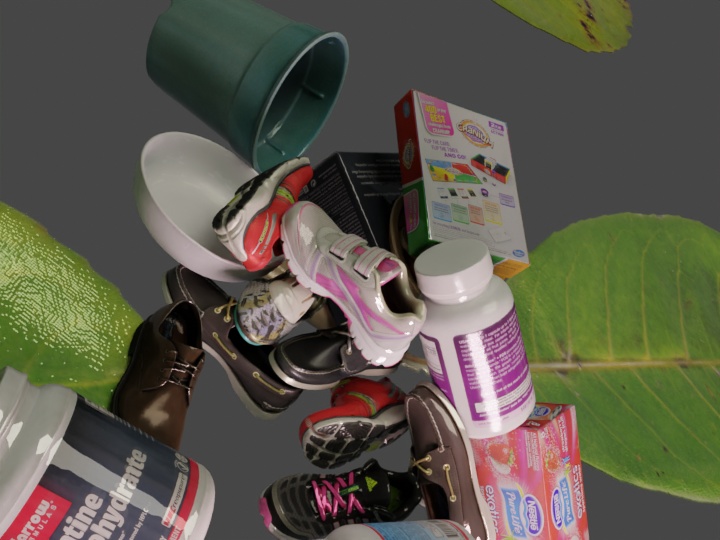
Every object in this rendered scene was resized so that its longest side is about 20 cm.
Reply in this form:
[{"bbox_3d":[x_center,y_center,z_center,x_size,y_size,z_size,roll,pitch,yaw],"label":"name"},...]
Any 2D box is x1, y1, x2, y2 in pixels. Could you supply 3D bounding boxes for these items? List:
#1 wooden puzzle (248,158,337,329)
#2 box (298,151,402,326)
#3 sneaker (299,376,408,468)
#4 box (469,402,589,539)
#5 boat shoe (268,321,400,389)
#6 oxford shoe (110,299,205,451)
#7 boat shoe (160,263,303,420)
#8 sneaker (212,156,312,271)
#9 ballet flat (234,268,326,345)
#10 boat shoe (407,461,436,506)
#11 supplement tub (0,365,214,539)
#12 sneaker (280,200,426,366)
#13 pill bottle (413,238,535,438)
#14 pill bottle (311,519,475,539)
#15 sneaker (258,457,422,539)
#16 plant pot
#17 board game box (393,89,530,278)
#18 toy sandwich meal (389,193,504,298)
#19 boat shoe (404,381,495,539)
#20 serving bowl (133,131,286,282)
[{"bbox_3d":[-0.070,-0.026,1.253,0.184,0.037,0.201,36,42,-18],"label":"wooden puzzle"},{"bbox_3d":[0.019,-0.036,1.229,0.148,0.107,0.202,-6,69,-51],"label":"box"},{"bbox_3d":[-0.013,0.161,1.103,0.085,0.077,0.199,50,24,22],"label":"sneaker"},{"bbox_3d":[0.198,0.262,1.140,0.099,0.095,0.203,-16,101,-51],"label":"box"},{"bbox_3d":[-0.018,0.081,1.078,0.199,0.068,0.072,-6,49,-46],"label":"boat shoe"},{"bbox_3d":[-0.192,0.109,0.954,0.072,0.084,0.202,25,43,-31],"label":"oxford shoe"},{"bbox_3d":[-0.137,0.066,1.070,0.202,0.061,0.072,50,36,3],"label":"boat shoe"},{"bbox_3d":[-0.098,-0.060,1.084,0.085,0.076,0.200,58,31,-15],"label":"sneaker"},{"bbox_3d":[-0.078,0.028,1.078,0.072,0.072,0.200,49,15,2],"label":"ballet flat"},{"bbox_3d":[0.127,0.219,1.193,0.072,0.060,0.201,56,36,6],"label":"boat shoe"},{"bbox_3d":[-0.232,0.181,0.795,0.199,0.140,0.141,34,38,-19],"label":"supplement tub"},{"bbox_3d":[0.000,0.000,1.032,0.200,0.088,0.081,48,41,-3],"label":"sneaker"},{"bbox_3d":[0.121,0.072,1.077,0.112,0.111,0.202,-55,135,-54],"label":"pill bottle"},{"bbox_3d":[0.023,0.306,0.975,0.198,0.109,0.110,10,50,-40],"label":"pill bottle"},{"bbox_3d":[-0.013,0.235,1.021,0.198,0.087,0.074,11,49,-40],"label":"sneaker"},{"bbox_3d":[-0.148,-0.251,1.229,0.195,0.202,0.200,33,33,14],"label":"plant pot"},{"bbox_3d":[0.119,-0.102,1.161,0.152,0.040,0.202,13,59,-31],"label":"board game box"},{"bbox_3d":[0.117,-0.027,1.188,0.204,0.070,0.207,29,45,-34],"label":"toy sandwich meal"},{"bbox_3d":[0.088,0.224,1.078,0.059,0.072,0.202,-22,98,-30],"label":"boat shoe"},{"bbox_3d":[-0.174,-0.060,1.107,0.199,0.066,0.201,31,32,-21],"label":"serving bowl"}]
